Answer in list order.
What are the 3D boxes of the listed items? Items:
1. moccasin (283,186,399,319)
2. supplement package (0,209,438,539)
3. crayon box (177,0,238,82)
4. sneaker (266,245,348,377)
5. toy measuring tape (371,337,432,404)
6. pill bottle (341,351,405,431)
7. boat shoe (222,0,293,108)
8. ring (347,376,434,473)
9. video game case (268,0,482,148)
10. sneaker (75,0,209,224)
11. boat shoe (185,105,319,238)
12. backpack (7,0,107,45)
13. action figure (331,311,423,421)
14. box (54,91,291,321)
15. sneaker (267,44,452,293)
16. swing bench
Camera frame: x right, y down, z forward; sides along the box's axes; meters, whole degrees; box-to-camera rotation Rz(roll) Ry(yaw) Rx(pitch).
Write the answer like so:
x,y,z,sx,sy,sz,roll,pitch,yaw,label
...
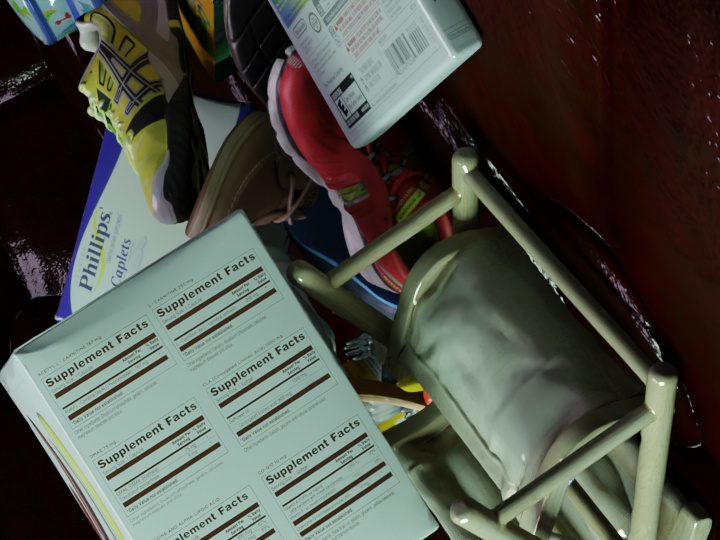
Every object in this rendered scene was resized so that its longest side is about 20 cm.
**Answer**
x,y,z,sx,sy,sz,roll,pitch,yaw,label
0.000,0.000,1.432,0.200,0.080,0.068,52,165,48,moccasin
-0.088,0.098,1.131,0.200,0.147,0.191,58,166,-1,supplement package
-0.106,-0.217,1.399,0.119,0.058,0.200,59,171,7,crayon box
-0.044,0.086,1.448,0.140,0.078,0.200,65,-178,30,sneaker
0.052,0.047,1.272,0.074,0.074,0.200,59,-178,10,toy measuring tape
-0.025,0.147,1.668,0.111,0.200,0.111,58,171,14,pill bottle
-0.045,-0.139,1.260,0.074,0.076,0.200,60,173,42,boat shoe
0.045,0.101,1.301,0.200,0.200,0.019,-138,62,-65,ring
-0.016,-0.168,1.073,0.182,0.022,0.200,60,163,1,video game case
-0.149,-0.107,1.373,0.075,0.076,0.200,79,179,-50,sneaker
-0.055,-0.067,1.340,0.064,0.071,0.200,30,-148,4,boat shoe
-0.241,-0.277,1.693,0.183,0.147,0.200,60,169,-13,backpack
0.044,0.105,1.472,0.200,0.102,0.119,55,159,40,action figure
-0.125,-0.031,1.511,0.105,0.184,0.200,14,177,14,box
0.016,-0.060,1.226,0.085,0.077,0.200,29,156,53,sneaker
0.082,0.080,1.089,0.199,0.130,0.200,52,173,39,swing bench
